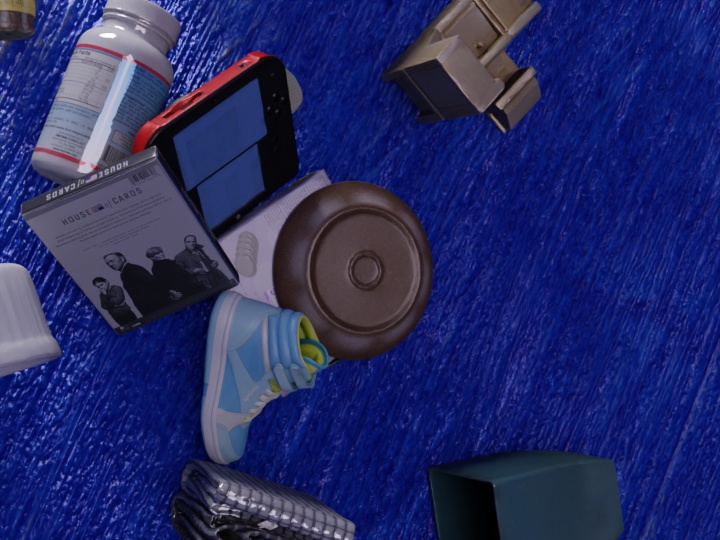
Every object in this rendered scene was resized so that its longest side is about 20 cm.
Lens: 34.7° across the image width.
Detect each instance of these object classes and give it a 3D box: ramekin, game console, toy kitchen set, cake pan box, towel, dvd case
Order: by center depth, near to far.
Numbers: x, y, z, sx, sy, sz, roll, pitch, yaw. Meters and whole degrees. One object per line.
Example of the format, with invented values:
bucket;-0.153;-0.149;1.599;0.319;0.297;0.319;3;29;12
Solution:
ramekin;-0.398;0.063;1.111;0.198;0.200;0.099;-16;87;-20
dvd case;-0.230;-0.025;1.178;0.148;0.025;0.201;-22;136;6
game console;-0.146;-0.119;1.218;0.199;0.031;0.179;-39;140;-28
towel;-0.106;0.271;1.218;0.163;0.200;0.087;21;83;-18
cake pan box;-0.069;0.016;1.315;0.183;0.052;0.202;-36;102;-16
toy kitchen set;0.168;-0.241;1.340;0.200;0.180;0.163;-47;106;-11

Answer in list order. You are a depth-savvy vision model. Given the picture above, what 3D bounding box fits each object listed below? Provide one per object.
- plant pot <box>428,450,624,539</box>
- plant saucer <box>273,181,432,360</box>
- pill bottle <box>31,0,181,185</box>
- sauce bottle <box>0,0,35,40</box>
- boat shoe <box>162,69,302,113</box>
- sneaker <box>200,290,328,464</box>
plant pot;0.208;0.287;1.378;0.197;0.141;0.144;-11;94;-28
plant saucer;0.000;0.000;1.299;0.197;0.037;0.204;0;90;-23
pill bottle;-0.261;-0.181;1.211;0.107;0.108;0.203;23;81;-19
sauce bottle;-0.370;-0.343;1.194;0.064;0.065;0.204;0;90;-21
boat shoe;-0.146;-0.178;1.275;0.199;0.062;0.075;-30;94;-40
sneaker;-0.101;0.128;1.241;0.128;0.080;0.203;9;114;9
